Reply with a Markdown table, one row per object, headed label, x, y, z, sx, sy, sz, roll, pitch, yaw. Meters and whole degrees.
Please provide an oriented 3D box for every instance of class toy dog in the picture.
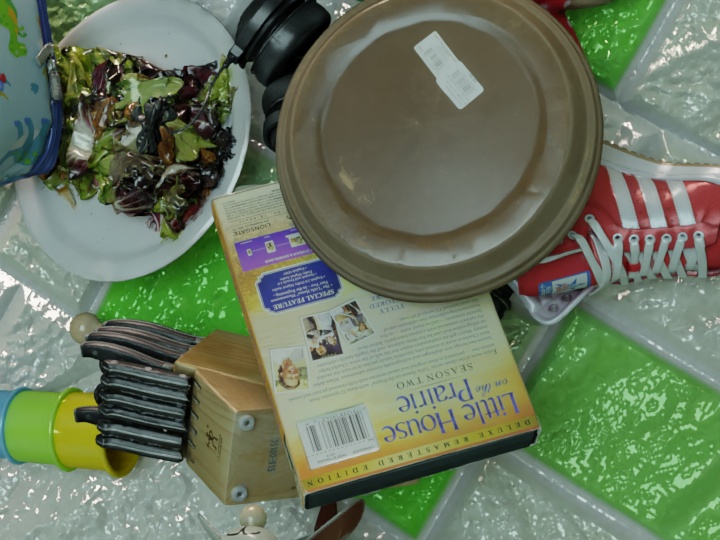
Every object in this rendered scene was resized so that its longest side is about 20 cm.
| label | x | y | z | sx | sy | sz | roll | pitch | yaw |
| --- | --- | --- | --- | --- | --- | --- | --- | --- | --- |
| toy dog | -0.034 | 0.171 | 1.133 | 0.131 | 0.200 | 0.097 | 0 | 69 | -5 |

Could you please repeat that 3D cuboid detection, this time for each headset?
| label | x | y | z | sx | sy | sz | roll | pitch | yaw |
| --- | --- | --- | --- | --- | --- | --- | --- | --- | --- |
| headset | -0.046 | -0.118 | 1.188 | 0.199 | 0.094 | 0.124 | -16 | 74 | -22 |

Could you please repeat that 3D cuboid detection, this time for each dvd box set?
| label | x | y | z | sx | sy | sz | roll | pitch | yaw |
| --- | --- | --- | --- | --- | --- | --- | --- | --- | --- |
| dvd box set | 0.007 | 0.029 | 1.104 | 0.145 | 0.029 | 0.201 | -15 | 64 | -10 |

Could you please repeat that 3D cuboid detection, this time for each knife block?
| label | x | y | z | sx | sy | sz | roll | pitch | yaw |
| --- | --- | --- | --- | --- | --- | --- | --- | --- | --- |
| knife block | -0.075 | 0.078 | 1.180 | 0.175 | 0.199 | 0.064 | 39 | 126 | 54 |

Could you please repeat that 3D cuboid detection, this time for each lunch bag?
| label | x | y | z | sx | sy | sz | roll | pitch | yaw |
| --- | --- | --- | --- | --- | --- | --- | --- | --- | --- |
| lunch bag | -0.293 | -0.128 | 1.272 | 0.199 | 0.082 | 0.162 | -17 | 80 | 38 |

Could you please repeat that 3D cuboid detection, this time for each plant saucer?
| label | x | y | z | sx | sy | sz | roll | pitch | yaw |
| --- | --- | --- | --- | --- | --- | --- | --- | --- | --- |
| plant saucer | 0.042 | -0.081 | 1.091 | 0.199 | 0.029 | 0.201 | -4 | 76 | 14 |

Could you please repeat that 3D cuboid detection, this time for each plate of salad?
| label | x | y | z | sx | sy | sz | roll | pitch | yaw |
| --- | --- | --- | --- | --- | --- | --- | --- | --- | --- |
| plate of salad | -0.162 | -0.093 | 1.249 | 0.199 | 0.048 | 0.201 | -8 | 74 | 29 |

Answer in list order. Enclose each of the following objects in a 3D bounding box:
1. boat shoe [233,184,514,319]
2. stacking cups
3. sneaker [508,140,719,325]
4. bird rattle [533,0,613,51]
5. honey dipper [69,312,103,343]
| label | x | y | z | sx | sy | sz | roll | pitch | yaw |
| --- | --- | --- | --- | --- | --- | --- | --- | --- | --- |
| boat shoe | 0.001 | 0.001 | 1.184 | 0.198 | 0.075 | 0.066 | 19 | 79 | 11 |
| stacking cups | -0.249 | 0.105 | 1.267 | 0.199 | 0.060 | 0.061 | 2 | 85 | 19 |
| sneaker | 0.164 | -0.013 | 1.106 | 0.199 | 0.071 | 0.113 | 17 | 57 | 27 |
| bird rattle | 0.118 | -0.217 | 1.154 | 0.162 | 0.113 | 0.201 | -19 | 81 | 0 |
| honey dipper | -0.104 | 0.053 | 1.236 | 0.199 | 0.038 | 0.038 | 8 | 87 | 21 |
